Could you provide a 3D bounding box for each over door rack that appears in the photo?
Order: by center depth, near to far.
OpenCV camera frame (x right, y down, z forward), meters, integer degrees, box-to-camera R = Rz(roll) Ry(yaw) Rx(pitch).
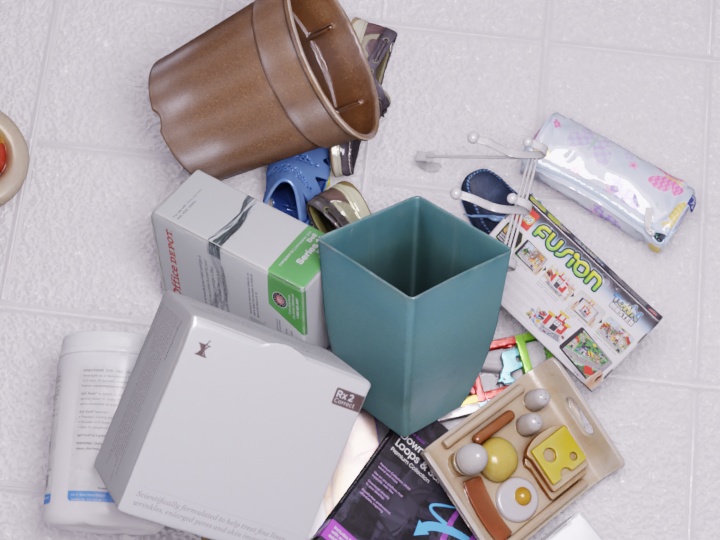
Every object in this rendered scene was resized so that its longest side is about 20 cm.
[{"bbox_3d":[0.104,-0.072,1.520,0.066,0.199,0.149,29,71,-35],"label":"over door rack"}]

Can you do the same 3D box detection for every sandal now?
[{"bbox_3d":[-0.079,-0.088,1.574,0.079,0.087,0.201,7,72,3],"label":"sandal"}]

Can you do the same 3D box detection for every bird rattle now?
[{"bbox_3d":[-0.454,-0.119,1.572,0.163,0.113,0.201,-29,79,-26],"label":"bird rattle"}]

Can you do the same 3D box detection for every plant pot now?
[{"bbox_3d":[0.050,0.057,1.424,0.141,0.201,0.141,-24,41,-35],"label":"plant pot"},{"bbox_3d":[-0.111,-0.201,1.511,0.197,0.200,0.201,-21,74,21],"label":"plant pot"}]

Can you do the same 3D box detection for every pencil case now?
[{"bbox_3d":[0.282,-0.100,1.585,0.199,0.083,0.091,32,54,8],"label":"pencil case"}]

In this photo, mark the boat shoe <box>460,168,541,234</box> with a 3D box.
[{"bbox_3d":[0.190,-0.040,1.574,0.084,0.069,0.200,-38,79,-11],"label":"boat shoe"}]

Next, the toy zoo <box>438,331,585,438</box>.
[{"bbox_3d":[0.138,0.148,1.545,0.199,0.020,0.132,-13,75,-5],"label":"toy zoo"}]

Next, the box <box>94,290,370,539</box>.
[{"bbox_3d":[-0.129,0.153,1.364,0.198,0.131,0.201,22,92,-23],"label":"box"}]

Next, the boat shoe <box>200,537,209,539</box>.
[{"bbox_3d":[-0.135,0.234,1.486,0.071,0.076,0.201,4,75,-2],"label":"boat shoe"}]

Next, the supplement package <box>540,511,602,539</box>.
[{"bbox_3d":[0.194,0.378,1.435,0.200,0.111,0.156,-37,78,-10],"label":"supplement package"}]

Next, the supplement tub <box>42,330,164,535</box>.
[{"bbox_3d":[-0.264,0.175,1.472,0.131,0.132,0.201,4,75,0],"label":"supplement tub"}]

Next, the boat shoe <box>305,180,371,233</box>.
[{"bbox_3d":[0.000,0.000,1.546,0.065,0.073,0.201,-24,81,-27],"label":"boat shoe"}]

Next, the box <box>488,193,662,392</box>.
[{"bbox_3d":[0.219,0.024,1.509,0.200,0.035,0.110,44,107,9],"label":"box"}]

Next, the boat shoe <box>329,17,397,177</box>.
[{"bbox_3d":[0.004,-0.203,1.617,0.064,0.072,0.201,7,68,6],"label":"boat shoe"}]

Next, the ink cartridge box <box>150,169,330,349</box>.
[{"bbox_3d":[-0.119,0.000,1.490,0.199,0.147,0.083,27,55,20],"label":"ink cartridge box"}]

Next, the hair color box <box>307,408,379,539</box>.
[{"bbox_3d":[-0.033,0.196,1.507,0.109,0.065,0.201,-8,76,-5],"label":"hair color box"}]

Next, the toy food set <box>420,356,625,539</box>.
[{"bbox_3d":[0.175,0.202,1.468,0.200,0.060,0.144,-32,86,-26],"label":"toy food set"}]

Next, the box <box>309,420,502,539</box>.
[{"bbox_3d":[0.053,0.258,1.452,0.143,0.036,0.200,42,59,-7],"label":"box"}]
